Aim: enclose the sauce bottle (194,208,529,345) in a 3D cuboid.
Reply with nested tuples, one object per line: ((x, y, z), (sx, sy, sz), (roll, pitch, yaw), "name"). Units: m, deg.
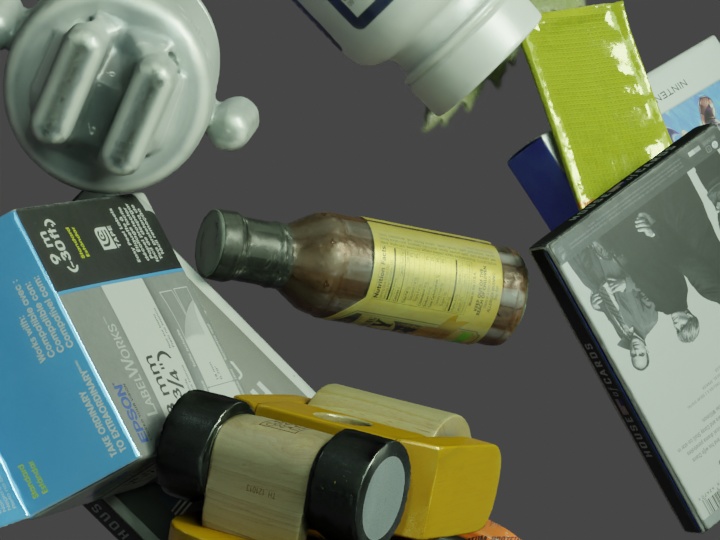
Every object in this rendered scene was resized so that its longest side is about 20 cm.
((0.000, 0.000, 1.561), (0.199, 0.065, 0.065), (11, 63, -25), "sauce bottle")

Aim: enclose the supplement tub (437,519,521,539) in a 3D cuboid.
((0.019, 0.228, 1.428), (0.123, 0.122, 0.200), (47, 52, -4), "supplement tub")

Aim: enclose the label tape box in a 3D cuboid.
((-0.149, 0.043, 1.367), (0.145, 0.063, 0.200), (62, 25, 7), "label tape box")

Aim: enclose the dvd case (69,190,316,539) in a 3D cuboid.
((-0.121, 0.065, 1.481), (0.200, 0.025, 0.150), (45, 53, -5), "dvd case")

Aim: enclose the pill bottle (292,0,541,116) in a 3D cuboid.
((0.010, -0.196, 1.623), (0.200, 0.120, 0.120), (46, 53, -5), "pill bottle")

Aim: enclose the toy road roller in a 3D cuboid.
((-0.024, 0.141, 1.377), (0.200, 0.122, 0.147), (-2, 103, -64), "toy road roller")

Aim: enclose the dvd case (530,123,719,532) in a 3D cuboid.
((0.206, 0.034, 1.620), (0.150, 0.025, 0.201), (-35, 102, -27), "dvd case")

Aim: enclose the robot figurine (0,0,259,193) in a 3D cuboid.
((-0.134, -0.109, 1.468), (0.169, 0.113, 0.200), (27, 12, -8), "robot figurine")

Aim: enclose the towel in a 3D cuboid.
((0.162, -0.072, 1.666), (0.086, 0.018, 0.201), (-10, 74, -32), "towel")

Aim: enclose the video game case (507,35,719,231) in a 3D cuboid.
((0.216, -0.030, 1.718), (0.181, 0.045, 0.200), (-31, 86, -36), "video game case")
